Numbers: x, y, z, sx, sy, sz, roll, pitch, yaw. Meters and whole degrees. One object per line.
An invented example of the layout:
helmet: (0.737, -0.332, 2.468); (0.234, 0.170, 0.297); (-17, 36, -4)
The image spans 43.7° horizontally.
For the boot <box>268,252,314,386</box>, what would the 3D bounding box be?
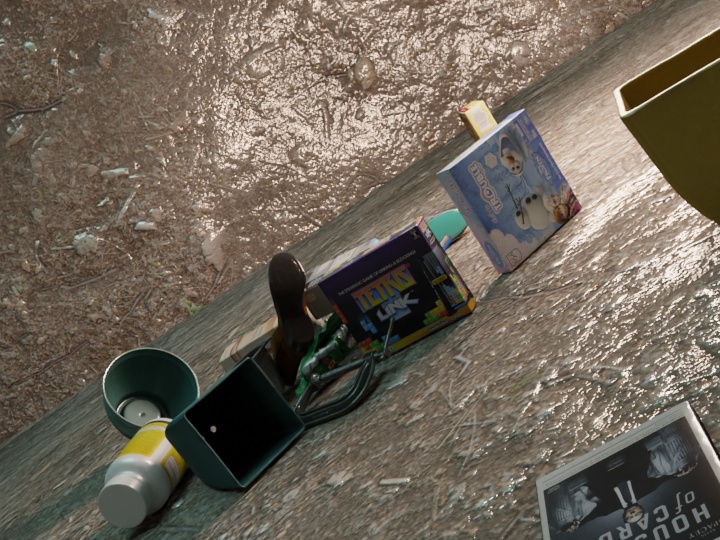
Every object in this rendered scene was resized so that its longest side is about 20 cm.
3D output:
boot: (-0.132, 0.089, 1.619); (0.068, 0.188, 0.200); (-16, -22, -20)

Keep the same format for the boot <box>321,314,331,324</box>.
boot: (-0.030, 0.065, 1.837); (0.097, 0.075, 0.200); (-36, 8, 10)

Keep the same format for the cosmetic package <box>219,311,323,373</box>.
cosmetic package: (-0.182, 0.156, 1.861); (0.200, 0.087, 0.103); (-33, 11, 7)

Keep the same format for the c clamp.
c clamp: (-0.030, 0.175, 1.416); (0.200, 0.027, 0.171); (-29, 28, 32)

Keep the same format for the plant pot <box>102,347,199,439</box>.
plant pot: (-0.459, 0.285, 1.930); (0.200, 0.200, 0.134); (-44, -13, -44)

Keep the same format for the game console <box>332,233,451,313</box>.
game console: (0.059, 0.006, 1.666); (0.171, 0.118, 0.200); (-60, -6, 35)

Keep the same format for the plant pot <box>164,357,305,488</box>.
plant pot: (-0.215, 0.252, 1.406); (0.141, 0.141, 0.200); (-41, 5, -34)

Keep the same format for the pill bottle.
pill bottle: (-0.359, 0.339, 1.503); (0.111, 0.111, 0.200); (-31, 10, 17)

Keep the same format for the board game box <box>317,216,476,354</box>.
board game box: (0.058, 0.034, 1.441); (0.200, 0.165, 0.057); (-31, 11, 23)

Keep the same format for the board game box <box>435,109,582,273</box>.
board game box: (0.252, -0.133, 1.497); (0.199, 0.200, 0.043); (-40, 12, -25)

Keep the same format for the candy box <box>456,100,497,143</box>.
candy box: (0.306, -0.298, 2.095); (0.055, 0.200, 0.115); (-32, 10, 4)

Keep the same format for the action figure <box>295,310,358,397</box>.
action figure: (-0.044, 0.136, 1.524); (0.055, 0.118, 0.200); (23, 70, 44)

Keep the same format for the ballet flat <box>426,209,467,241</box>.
ballet flat: (0.144, -0.062, 1.914); (0.200, 0.072, 0.072); (-35, 10, -9)

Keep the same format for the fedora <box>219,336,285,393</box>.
fedora: (-0.195, 0.210, 1.601); (0.177, 0.090, 0.200); (-51, 8, -37)

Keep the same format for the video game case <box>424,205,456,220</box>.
video game case: (0.157, -0.100, 2.171); (0.143, 0.019, 0.200); (-41, 11, -34)

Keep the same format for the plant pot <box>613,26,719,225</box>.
plant pot: (0.437, -0.165, 1.058); (0.195, 0.200, 0.194); (-29, 11, 21)

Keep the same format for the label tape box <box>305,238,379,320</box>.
label tape box: (0.000, 0.000, 1.640); (0.200, 0.066, 0.143); (-29, 12, 18)

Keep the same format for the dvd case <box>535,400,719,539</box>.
dvd case: (0.207, 0.183, 0.677); (0.150, 0.025, 0.200); (-32, 10, 15)
